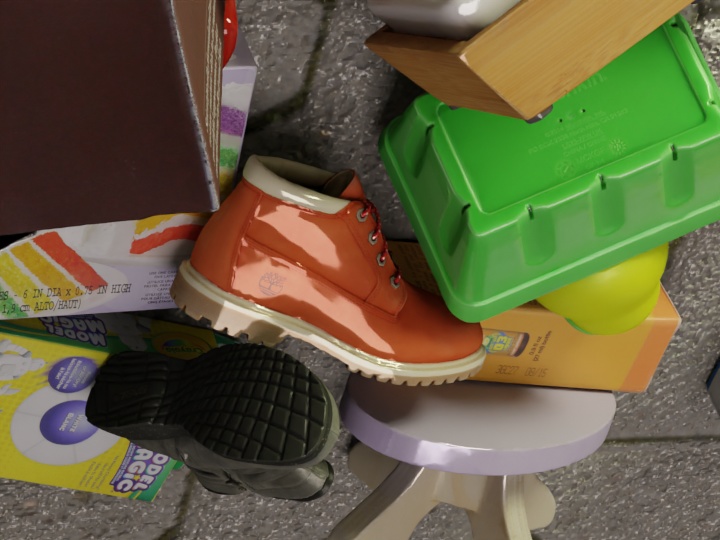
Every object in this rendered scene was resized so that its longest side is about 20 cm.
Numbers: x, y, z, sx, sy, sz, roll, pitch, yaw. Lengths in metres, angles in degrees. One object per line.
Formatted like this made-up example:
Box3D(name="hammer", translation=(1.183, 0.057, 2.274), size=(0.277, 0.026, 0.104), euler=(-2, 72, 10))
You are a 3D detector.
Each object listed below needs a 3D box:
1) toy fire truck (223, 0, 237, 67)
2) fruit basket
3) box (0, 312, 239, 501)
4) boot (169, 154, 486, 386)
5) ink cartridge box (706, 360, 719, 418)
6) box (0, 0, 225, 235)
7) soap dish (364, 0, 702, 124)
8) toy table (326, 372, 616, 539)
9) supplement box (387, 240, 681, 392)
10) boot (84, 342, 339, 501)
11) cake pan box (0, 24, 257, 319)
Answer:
Box3D(name="toy fire truck", translation=(-0.080, -0.184, 1.478), size=(0.199, 0.129, 0.176), euler=(1, 132, -10))
Box3D(name="fruit basket", translation=(0.127, -0.050, 1.659), size=(0.215, 0.156, 0.216), euler=(-22, 163, -7))
Box3D(name="box", translation=(-0.172, 0.079, 1.725), size=(0.200, 0.048, 0.117), euler=(10, 127, -32))
Box3D(name="boot", translation=(0.000, 0.000, 1.635), size=(0.200, 0.075, 0.107), euler=(18, 105, -27))
Box3D(name="ink cartridge box", translation=(0.356, 0.060, 1.891), size=(0.199, 0.084, 0.145), euler=(4, 130, -24))
Box3D(name="box", translation=(-0.174, -0.127, 1.314), size=(0.199, 0.166, 0.164), euler=(-6, 133, 5))
Box3D(name="soap dish", translation=(0.096, -0.149, 1.493), size=(0.157, 0.200, 0.081), euler=(-37, 103, -7))
Box3D(name="toy table", translation=(0.062, 0.124, 1.778), size=(0.200, 0.184, 0.117), euler=(1, 120, -30))
Box3D(name="supplement box", translation=(0.096, 0.029, 1.771), size=(0.200, 0.069, 0.067), euler=(4, 129, -27))
Box3D(name="boot", translation=(-0.056, 0.097, 1.652), size=(0.131, 0.200, 0.068), euler=(34, 70, -40))
Box3D(name="cake pan box", translation=(-0.170, -0.055, 1.596), size=(0.199, 0.052, 0.185), euler=(-2, 130, -21))
